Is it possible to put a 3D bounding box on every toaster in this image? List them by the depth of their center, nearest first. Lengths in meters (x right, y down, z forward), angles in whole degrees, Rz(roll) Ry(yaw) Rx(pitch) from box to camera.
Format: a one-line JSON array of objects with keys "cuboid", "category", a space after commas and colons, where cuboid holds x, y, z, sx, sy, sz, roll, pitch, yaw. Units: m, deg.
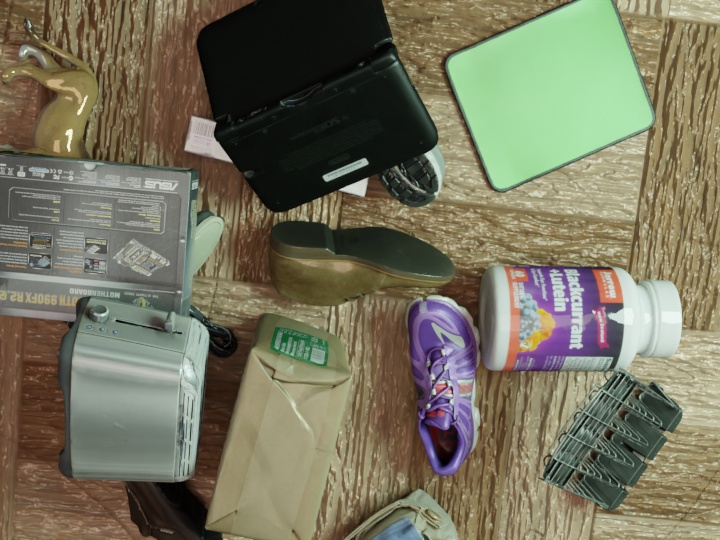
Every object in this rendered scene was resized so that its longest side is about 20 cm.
[{"cuboid": [-0.215, 0.124, 0.922, 0.128, 0.114, 0.202, 7, 119, -5], "category": "toaster"}]

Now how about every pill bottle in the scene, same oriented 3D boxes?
[{"cuboid": [0.231, 0.051, 1.030, 0.197, 0.111, 0.113, 0, 98, -3], "category": "pill bottle"}]

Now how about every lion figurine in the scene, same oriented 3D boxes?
[{"cuboid": [-0.311, -0.149, 1.001, 0.121, 0.072, 0.202, 11, 94, -7], "category": "lion figurine"}]

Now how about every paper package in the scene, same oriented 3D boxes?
[{"cuboid": [-0.082, 0.156, 0.987, 0.102, 0.200, 0.193, 14, 96, -5], "category": "paper package"}]

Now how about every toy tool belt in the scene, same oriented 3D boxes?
[{"cuboid": [0.028, 0.343, 1.054, 0.125, 0.123, 0.200, 41, 94, -7], "category": "toy tool belt"}]

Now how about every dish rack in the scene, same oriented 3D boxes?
[{"cuboid": [0.257, 0.174, 1.019, 0.199, 0.054, 0.154, 30, 96, -47], "category": "dish rack"}]

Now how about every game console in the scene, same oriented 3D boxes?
[{"cuboid": [-0.044, -0.182, 0.969, 0.198, 0.117, 0.176, -21, 129, 18], "category": "game console"}]

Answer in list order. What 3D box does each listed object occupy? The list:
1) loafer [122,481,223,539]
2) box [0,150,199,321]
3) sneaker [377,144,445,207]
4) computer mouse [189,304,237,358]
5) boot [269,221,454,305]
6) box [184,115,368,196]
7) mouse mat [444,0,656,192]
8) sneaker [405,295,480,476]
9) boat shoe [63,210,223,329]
[{"cuboid": [-0.222, 0.254, 1.041, 0.070, 0.073, 0.201, -25, 112, 8], "category": "loafer"}, {"cuboid": [-0.264, -0.029, 0.955, 0.198, 0.048, 0.160, 5, 99, -1], "category": "box"}, {"cuboid": [0.024, -0.163, 1.012, 0.074, 0.079, 0.201, -25, 102, 28], "category": "sneaker"}, {"cuboid": [-0.231, 0.122, 1.039, 0.200, 0.044, 0.109, -48, 126, 7], "category": "computer mouse"}, {"cuboid": [0.000, 0.000, 1.039, 0.198, 0.074, 0.076, 8, 121, -4], "category": "boot"}, {"cuboid": [-0.087, -0.122, 1.030, 0.198, 0.039, 0.042, 13, 98, -4], "category": "box"}, {"cuboid": [0.206, -0.193, 1.049, 0.198, 0.008, 0.162, -23, 98, 2], "category": "mouse mat"}, {"cuboid": [0.090, 0.125, 1.030, 0.080, 0.083, 0.202, -6, 106, 16], "category": "sneaker"}, {"cuboid": [-0.231, 0.003, 1.027, 0.200, 0.072, 0.068, -44, 72, -2], "category": "boat shoe"}]
